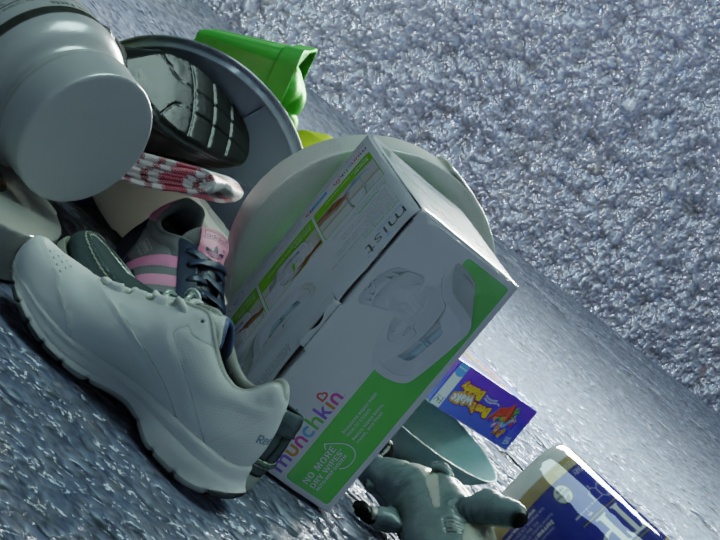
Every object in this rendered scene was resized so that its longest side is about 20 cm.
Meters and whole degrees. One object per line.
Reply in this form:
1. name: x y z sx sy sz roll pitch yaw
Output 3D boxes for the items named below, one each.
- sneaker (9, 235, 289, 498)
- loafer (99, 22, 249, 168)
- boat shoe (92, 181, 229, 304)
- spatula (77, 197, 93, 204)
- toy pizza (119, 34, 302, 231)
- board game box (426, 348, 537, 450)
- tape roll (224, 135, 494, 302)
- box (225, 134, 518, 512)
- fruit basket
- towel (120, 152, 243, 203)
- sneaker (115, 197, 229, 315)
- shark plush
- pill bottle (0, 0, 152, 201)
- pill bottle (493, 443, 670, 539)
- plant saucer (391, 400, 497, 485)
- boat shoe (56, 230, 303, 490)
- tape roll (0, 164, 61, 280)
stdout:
1. sneaker: -0.122 0.043 1.226 0.200 0.087 0.074 41 10 10
2. loafer: -0.171 -0.124 1.528 0.199 0.072 0.073 29 49 -31
3. boat shoe: -0.137 -0.030 1.607 0.200 0.072 0.069 42 -3 -2
4. spatula: -0.230 -0.069 1.554 0.056 0.021 0.200 43 9 -2
5. toy pizza: -0.132 -0.100 1.625 0.200 0.200 0.032 40 42 -8
6. board game box: 0.048 0.062 1.801 0.200 0.045 0.134 43 5 41
7. tape roll: 0.000 0.000 1.527 0.202 0.203 0.037 37 8 -23
8. box: -0.009 0.030 1.412 0.097 0.200 0.177 37 8 -22
9. fruit basket: -0.074 -0.088 1.731 0.215 0.216 0.156 40 8 -1
10. towel: -0.186 -0.077 1.482 0.199 0.030 0.146 15 2 5
11. sneaker: -0.119 0.013 1.414 0.070 0.082 0.200 37 9 -35
12. shark plush: 0.034 0.158 1.425 0.083 0.091 0.200 -7 45 -37
13. pill bottle: -0.225 -0.138 1.364 0.114 0.114 0.200 30 13 -51
14. pill bottle: 0.177 0.232 1.482 0.200 0.120 0.120 43 8 13
15. plant saucer: 0.024 0.116 1.680 0.201 0.039 0.201 40 7 -6
16. boat shoe: -0.112 0.043 1.298 0.200 0.062 0.073 50 10 14
17. tape roll: -0.275 -0.071 1.305 0.203 0.037 0.203 39 8 -7
